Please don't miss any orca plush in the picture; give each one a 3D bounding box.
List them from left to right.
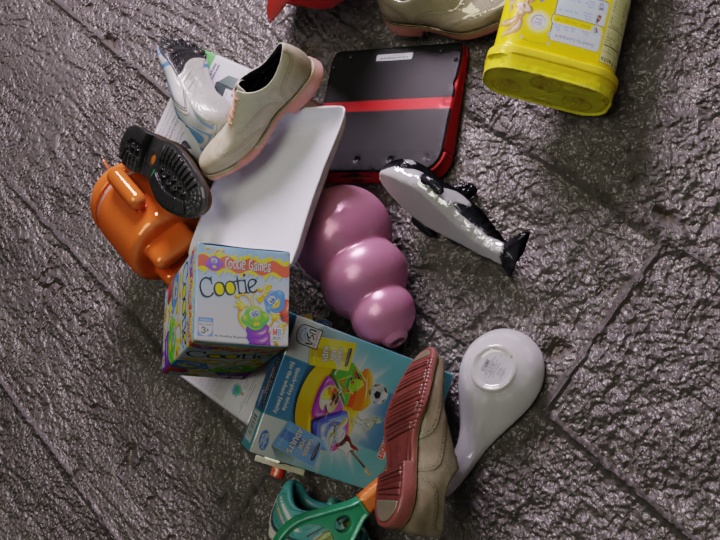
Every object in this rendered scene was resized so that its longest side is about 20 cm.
[{"bbox_3d":[0.117,-0.081,1.169,0.198,0.106,0.071,28,62,35],"label":"orca plush"}]

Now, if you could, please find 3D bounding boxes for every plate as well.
[{"bbox_3d":[-0.108,-0.097,1.205,0.198,0.032,0.203,6,73,44],"label":"plate"}]

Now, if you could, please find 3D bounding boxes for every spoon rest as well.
[{"bbox_3d":[0.130,0.156,1.115,0.098,0.061,0.202,26,78,31],"label":"spoon rest"}]

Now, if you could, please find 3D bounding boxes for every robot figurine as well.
[{"bbox_3d":[-0.286,-0.066,1.352,0.200,0.143,0.118,44,113,31],"label":"robot figurine"}]

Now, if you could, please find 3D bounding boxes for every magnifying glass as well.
[{"bbox_3d":[-0.013,0.267,1.090,0.199,0.080,0.022,-39,15,-13],"label":"magnifying glass"}]

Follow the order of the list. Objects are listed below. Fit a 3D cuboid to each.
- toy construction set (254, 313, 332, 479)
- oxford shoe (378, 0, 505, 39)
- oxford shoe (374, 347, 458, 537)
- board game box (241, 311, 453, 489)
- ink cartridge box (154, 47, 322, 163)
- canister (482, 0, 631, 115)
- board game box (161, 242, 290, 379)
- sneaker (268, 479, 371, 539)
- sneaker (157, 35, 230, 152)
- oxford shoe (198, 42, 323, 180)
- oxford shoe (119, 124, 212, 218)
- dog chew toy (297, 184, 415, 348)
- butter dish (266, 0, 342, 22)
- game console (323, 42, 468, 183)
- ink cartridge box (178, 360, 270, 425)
[{"bbox_3d":[-0.046,0.158,1.173,0.092,0.129,0.203,-134,63,-72],"label":"toy construction set"},{"bbox_3d":[0.106,-0.329,1.223,0.197,0.074,0.072,1,62,29],"label":"oxford shoe"},{"bbox_3d":[0.068,0.181,1.064,0.070,0.074,0.203,-32,39,55],"label":"oxford shoe"},{"bbox_3d":[-0.012,0.152,1.116,0.154,0.197,0.047,-70,18,-3],"label":"board game box"},{"bbox_3d":[-0.164,-0.196,1.356,0.198,0.084,0.148,27,92,32],"label":"ink cartridge box"},{"bbox_3d":[0.230,-0.292,1.127,0.146,0.087,0.204,15,81,3],"label":"canister"},{"bbox_3d":[-0.153,0.051,1.124,0.200,0.103,0.105,141,131,-65],"label":"board game box"},{"bbox_3d":[-0.025,0.301,1.141,0.198,0.077,0.081,18,97,32],"label":"sneaker"},{"bbox_3d":[-0.222,-0.233,1.313,0.202,0.071,0.073,62,139,35],"label":"sneaker"},{"bbox_3d":[-0.135,-0.193,1.205,0.200,0.073,0.071,-45,45,16],"label":"oxford shoe"},{"bbox_3d":[-0.228,-0.125,1.282,0.200,0.084,0.073,45,112,43],"label":"oxford shoe"},{"bbox_3d":[0.000,0.000,1.188,0.124,0.124,0.202,-36,66,17],"label":"dog chew toy"},{"bbox_3d":[-0.031,-0.424,1.311,0.200,0.145,0.203,165,116,-71],"label":"butter dish"},{"bbox_3d":[0.035,-0.198,1.276,0.197,0.031,0.180,3,73,30],"label":"game console"},{"bbox_3d":[-0.159,0.093,1.282,0.198,0.076,0.138,28,91,32],"label":"ink cartridge box"}]
